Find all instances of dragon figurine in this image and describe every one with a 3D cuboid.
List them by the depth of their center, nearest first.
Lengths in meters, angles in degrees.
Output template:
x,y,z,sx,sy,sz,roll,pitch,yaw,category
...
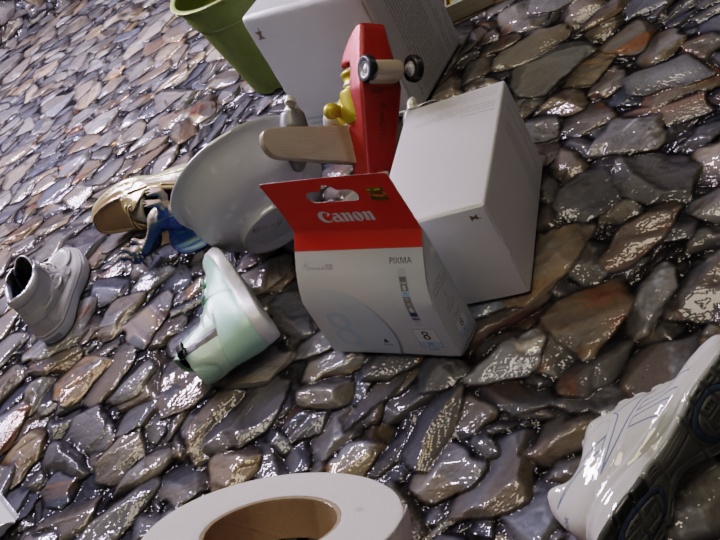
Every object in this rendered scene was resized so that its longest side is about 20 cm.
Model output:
x,y,z,sx,sy,sz,roll,pitch,yaw,category
-0.234,-0.064,1.313,0.199,0.100,0.059,-11,35,-1,dragon figurine

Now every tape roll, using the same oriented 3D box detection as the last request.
x,y,z,sx,sy,sz,roll,pitch,yaw,category
-0.063,0.204,0.719,0.202,0.037,0.203,-8,9,1,tape roll

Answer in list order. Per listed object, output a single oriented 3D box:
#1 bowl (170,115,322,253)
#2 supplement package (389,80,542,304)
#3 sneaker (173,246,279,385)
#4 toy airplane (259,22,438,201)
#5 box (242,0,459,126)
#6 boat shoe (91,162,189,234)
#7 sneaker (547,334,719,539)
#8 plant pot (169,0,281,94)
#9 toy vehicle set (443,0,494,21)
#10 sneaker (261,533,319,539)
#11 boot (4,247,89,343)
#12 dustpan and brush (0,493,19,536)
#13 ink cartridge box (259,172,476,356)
x,y,z,sx,sy,sz,roll,pitch,yaw,category
-0.119,-0.085,1.167,0.201,0.201,0.090,-35,67,-1,bowl
0.106,-0.076,0.995,0.119,0.121,0.200,-13,39,27,supplement package
-0.177,0.051,1.117,0.118,0.074,0.200,-37,34,-2,sneaker
0.003,-0.157,1.127,0.199,0.200,0.141,-51,32,-10,toy airplane
-0.007,-0.327,1.322,0.198,0.200,0.172,-2,44,37,box
-0.308,-0.097,1.401,0.199,0.074,0.066,-22,31,17,boat shoe
0.213,0.120,0.720,0.200,0.075,0.087,-45,31,-16,sneaker
-0.164,-0.388,1.530,0.200,0.190,0.200,-22,35,17,plant pot
0.104,-0.403,1.472,0.199,0.027,0.124,-20,37,19,toy vehicle set
-0.088,0.259,0.761,0.199,0.076,0.088,-14,14,-31,sneaker
-0.443,0.007,1.367,0.073,0.096,0.200,-28,35,9,boot
-0.491,0.310,1.074,0.200,0.057,0.139,-47,37,-18,dustpan and brush
0.000,0.000,0.920,0.160,0.200,0.047,-1,46,39,ink cartridge box
